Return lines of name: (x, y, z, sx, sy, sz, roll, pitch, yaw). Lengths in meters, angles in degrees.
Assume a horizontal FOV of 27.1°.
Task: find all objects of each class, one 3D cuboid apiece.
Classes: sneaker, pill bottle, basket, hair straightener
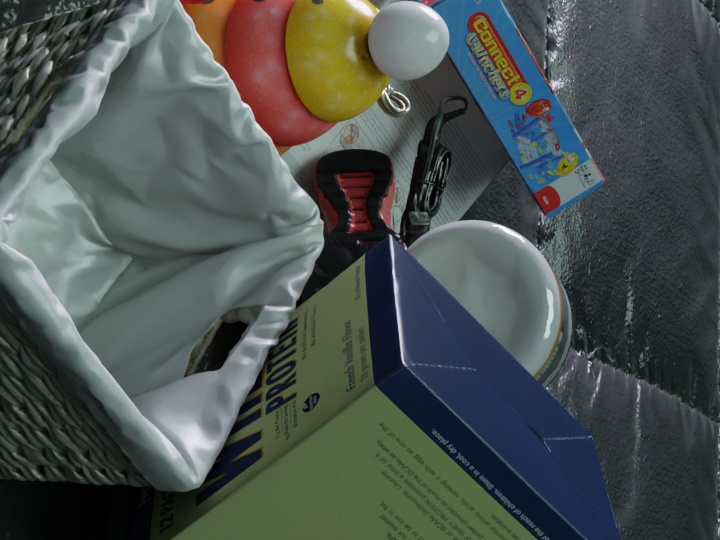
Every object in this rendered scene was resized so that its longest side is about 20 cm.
sneaker: (0.000, 0.000, 1.063, 0.201, 0.073, 0.087, -84, 172, -50)
pill bottle: (0.086, 0.036, 1.023, 0.200, 0.115, 0.118, 31, 58, -77)
basket: (-0.153, -0.012, 0.812, 0.201, 0.160, 0.199, 57, 43, -34)
hair straightener: (0.051, -0.038, 1.108, 0.077, 0.041, 0.202, 142, -34, -78)

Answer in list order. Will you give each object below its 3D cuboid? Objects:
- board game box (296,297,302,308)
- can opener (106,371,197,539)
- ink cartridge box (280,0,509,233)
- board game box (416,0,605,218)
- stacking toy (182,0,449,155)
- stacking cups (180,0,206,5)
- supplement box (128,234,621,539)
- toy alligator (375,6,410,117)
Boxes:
board game box: (-0.032, 0.076, 1.056, 0.120, 0.032, 0.202, -82, 157, -75)
can opener: (-0.120, 0.079, 0.944, 0.066, 0.052, 0.202, 26, 65, -52)
ink cartridge box: (0.015, -0.097, 1.176, 0.177, 0.045, 0.200, -50, 130, -15)
board game box: (0.109, -0.169, 1.204, 0.196, 0.056, 0.200, 56, 10, -24)
stacking toy: (-0.027, -0.142, 0.980, 0.146, 0.199, 0.148, 11, 76, -55)
stacking cups: (-0.114, -0.274, 0.965, 0.060, 0.060, 0.202, 12, 66, -55)
supplement box: (0.009, 0.132, 0.850, 0.200, 0.199, 0.135, 44, 20, -23)
toy alligator: (-0.019, -0.169, 1.080, 0.059, 0.054, 0.201, 7, 47, -37)
